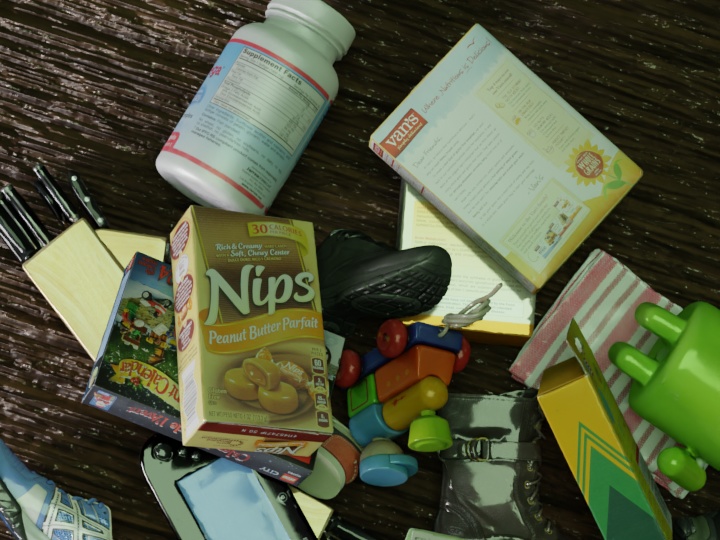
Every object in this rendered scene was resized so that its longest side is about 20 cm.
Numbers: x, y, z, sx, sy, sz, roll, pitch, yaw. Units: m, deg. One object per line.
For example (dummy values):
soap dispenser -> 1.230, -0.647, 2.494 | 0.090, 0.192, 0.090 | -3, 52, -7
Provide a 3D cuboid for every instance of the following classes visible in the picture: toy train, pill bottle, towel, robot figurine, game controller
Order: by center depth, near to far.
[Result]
game controller -> -0.103, 0.213, 1.594 | 0.104, 0.042, 0.200 | -29, 84, -7
toy train -> 0.059, 0.100, 1.599 | 0.085, 0.200, 0.116 | 14, 58, -32
robot figurine -> 0.314, 0.106, 1.634 | 0.200, 0.116, 0.176 | 34, 90, -1
pill bottle -> -0.089, -0.148, 1.684 | 0.109, 0.109, 0.200 | 30, 80, 2
towel -> 0.253, 0.092, 1.701 | 0.200, 0.030, 0.146 | 36, 82, 3

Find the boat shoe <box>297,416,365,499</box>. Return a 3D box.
boat shoe -> -0.082, 0.120, 1.667 | 0.200, 0.071, 0.063 | 38, 39, 6

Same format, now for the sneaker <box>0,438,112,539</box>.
sneaker -> -0.262, 0.218, 1.641 | 0.077, 0.076, 0.200 | -40, 94, -14

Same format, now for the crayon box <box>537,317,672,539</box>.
crayon box -> 0.204, 0.147, 1.622 | 0.051, 0.127, 0.200 | -25, 92, 11

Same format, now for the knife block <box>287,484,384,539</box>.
knife block -> -0.060, 0.215, 1.650 | 0.175, 0.064, 0.200 | -17, 82, -6

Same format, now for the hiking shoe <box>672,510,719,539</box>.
hiking shoe -> 0.348, 0.297, 1.641 | 0.100, 0.076, 0.200 | -16, 72, -10

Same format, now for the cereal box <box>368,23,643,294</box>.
cereal box -> 0.126, -0.098, 1.645 | 0.200, 0.040, 0.144 | 43, 81, 5

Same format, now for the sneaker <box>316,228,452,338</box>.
sneaker -> 0.000, 0.000, 1.635 | 0.076, 0.200, 0.091 | 24, 61, -39

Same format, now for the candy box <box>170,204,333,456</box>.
candy box -> -0.092, 0.050, 1.570 | 0.115, 0.055, 0.200 | 8, 60, -25

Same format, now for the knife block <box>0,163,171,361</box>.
knife block -> -0.260, 0.011, 1.666 | 0.175, 0.064, 0.200 | 7, 81, -1

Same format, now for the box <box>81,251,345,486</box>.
box -> -0.121, 0.083, 1.596 | 0.200, 0.038, 0.137 | 23, 55, -14

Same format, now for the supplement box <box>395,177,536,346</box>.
supplement box -> 0.096, -0.039, 1.692 | 0.126, 0.074, 0.200 | 6, 81, -1

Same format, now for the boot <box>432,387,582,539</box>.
boot -> 0.148, 0.190, 1.661 | 0.200, 0.069, 0.175 | 8, 80, -1

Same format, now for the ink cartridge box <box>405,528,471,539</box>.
ink cartridge box -> 0.126, 0.308, 1.609 | 0.200, 0.048, 0.146 | 11, 114, 7
